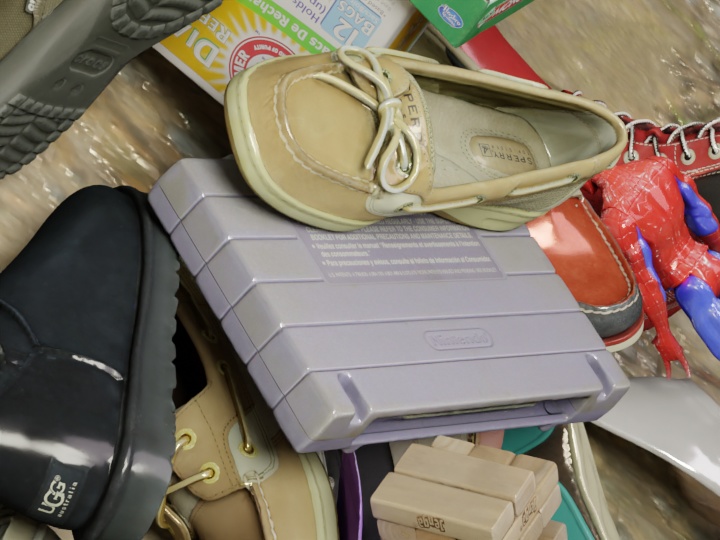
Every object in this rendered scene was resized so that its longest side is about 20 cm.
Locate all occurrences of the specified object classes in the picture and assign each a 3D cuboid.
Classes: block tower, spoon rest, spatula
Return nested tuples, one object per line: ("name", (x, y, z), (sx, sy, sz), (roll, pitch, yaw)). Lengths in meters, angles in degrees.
("block tower", (0.055, 0.156, 0.960), (0.054, 0.057, 0.201), (-49, 140, -42))
("spoon rest", (0.127, 0.060, 1.183), (0.200, 0.061, 0.099), (46, 1, -15))
("spatula", (0.007, 0.162, 0.957), (0.057, 0.020, 0.201), (-107, -175, -65))

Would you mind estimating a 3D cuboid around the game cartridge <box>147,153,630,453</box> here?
("game cartridge", (0.014, 0.010, 0.979), (0.199, 0.038, 0.130), (-1, 48, -50))

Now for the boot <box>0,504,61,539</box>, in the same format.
("boot", (-0.088, 0.193, 0.877), (0.200, 0.072, 0.182), (50, 39, -23))

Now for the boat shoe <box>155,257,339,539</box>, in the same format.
("boat shoe", (-0.061, 0.075, 0.963), (0.066, 0.074, 0.201), (11, 43, -32))

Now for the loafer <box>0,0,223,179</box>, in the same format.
("loafer", (-0.106, -0.119, 0.951), (0.070, 0.200, 0.075), (54, 9, 19))

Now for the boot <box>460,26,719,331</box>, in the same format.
("boot", (0.123, -0.072, 1.195), (0.201, 0.144, 0.072), (55, 40, -6))

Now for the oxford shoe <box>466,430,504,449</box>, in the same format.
("oxford shoe", (0.000, 0.000, 1.080), (0.074, 0.071, 0.201), (-11, 74, -42))

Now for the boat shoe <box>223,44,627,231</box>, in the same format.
("boat shoe", (0.028, -0.055, 0.967), (0.200, 0.063, 0.074), (9, 64, -49))

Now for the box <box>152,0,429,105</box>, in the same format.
("box", (-0.055, -0.160, 1.040), (0.200, 0.113, 0.101), (39, 41, 3))

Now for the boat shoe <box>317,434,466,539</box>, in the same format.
("boat shoe", (0.012, 0.129, 1.022), (0.073, 0.062, 0.202), (-9, 94, -62))

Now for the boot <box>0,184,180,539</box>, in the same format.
("boot", (-0.154, 0.009, 0.893), (0.167, 0.077, 0.201), (21, 30, -20))

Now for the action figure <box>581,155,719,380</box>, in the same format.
("action figure", (0.164, 0.012, 1.139), (0.200, 0.052, 0.065), (47, 59, -6))

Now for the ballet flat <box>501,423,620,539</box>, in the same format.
("ballet flat", (0.081, 0.091, 1.126), (0.069, 0.069, 0.201), (-4, 73, -48))

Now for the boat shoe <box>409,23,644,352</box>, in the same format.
("boat shoe", (0.061, -0.043, 1.109), (0.071, 0.063, 0.200), (-19, 53, -31))

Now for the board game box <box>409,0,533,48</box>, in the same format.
("board game box", (0.050, -0.179, 1.027), (0.135, 0.029, 0.200), (46, 40, 7))
